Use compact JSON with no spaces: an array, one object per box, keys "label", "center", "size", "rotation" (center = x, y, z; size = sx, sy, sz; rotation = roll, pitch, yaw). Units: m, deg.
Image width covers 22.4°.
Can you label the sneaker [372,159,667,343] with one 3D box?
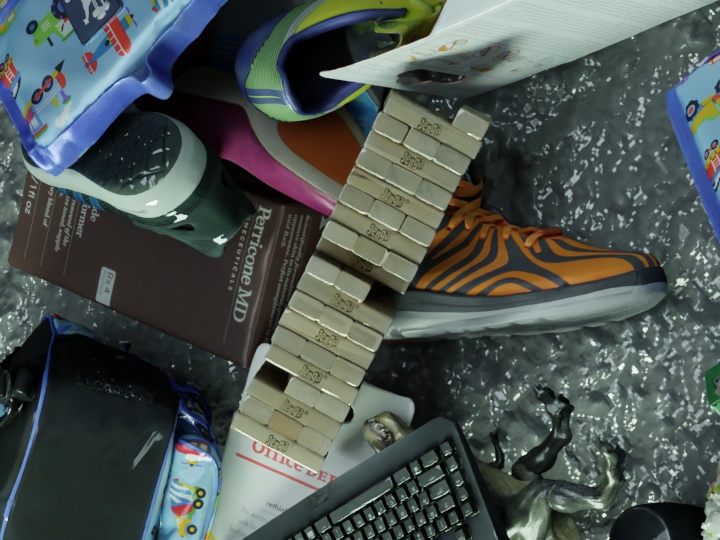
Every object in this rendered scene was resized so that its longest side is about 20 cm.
[{"label":"sneaker","center":[0.067,-0.022,0.978],"size":[0.199,0.077,0.113],"rotation":[-5,83,32]}]

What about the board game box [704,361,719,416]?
[{"label":"board game box","center":[0.265,0.077,0.795],"size":[0.134,0.200,0.029],"rotation":[-38,22,22]}]

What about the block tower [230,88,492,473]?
[{"label":"block tower","center":[0.000,0.000,0.942],"size":[0.058,0.054,0.201],"rotation":[27,100,0]}]

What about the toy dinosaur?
[{"label":"toy dinosaur","center":[0.091,0.113,0.909],"size":[0.200,0.047,0.088],"rotation":[37,100,35]}]

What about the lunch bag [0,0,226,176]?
[{"label":"lunch bag","center":[-0.138,-0.150,0.994],"size":[0.150,0.094,0.200],"rotation":[-43,45,13]}]

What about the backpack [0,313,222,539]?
[{"label":"backpack","center":[-0.165,0.123,1.067],"size":[0.200,0.134,0.184],"rotation":[-132,58,-74]}]

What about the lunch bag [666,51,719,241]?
[{"label":"lunch bag","center":[0.233,-0.070,0.858],"size":[0.150,0.094,0.201],"rotation":[-36,47,22]}]

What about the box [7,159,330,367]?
[{"label":"box","center":[-0.112,-0.020,1.091],"size":[0.199,0.075,0.101],"rotation":[20,101,31]}]

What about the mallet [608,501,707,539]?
[{"label":"mallet","center":[0.106,0.167,0.965],"size":[0.200,0.066,0.041],"rotation":[-31,64,42]}]

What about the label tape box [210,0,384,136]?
[{"label":"label tape box","center":[-0.051,-0.165,1.075],"size":[0.144,0.063,0.201],"rotation":[9,90,33]}]

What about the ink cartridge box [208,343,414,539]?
[{"label":"ink cartridge box","center":[-0.026,0.152,1.025],"size":[0.117,0.067,0.201],"rotation":[20,96,31]}]

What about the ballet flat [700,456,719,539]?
[{"label":"ballet flat","center":[0.250,0.083,0.863],"size":[0.199,0.076,0.064],"rotation":[-24,39,23]}]

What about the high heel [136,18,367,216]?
[{"label":"high heel","center":[-0.062,-0.068,1.039],"size":[0.200,0.067,0.096],"rotation":[45,139,28]}]

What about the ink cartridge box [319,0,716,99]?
[{"label":"ink cartridge box","center":[0.096,-0.144,0.924],"size":[0.199,0.162,0.050],"rotation":[-17,82,30]}]

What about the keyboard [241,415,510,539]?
[{"label":"keyboard","center":[0.000,0.172,0.940],"size":[0.200,0.021,0.128],"rotation":[-36,69,34]}]

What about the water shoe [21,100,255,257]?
[{"label":"water shoe","center":[-0.128,-0.053,1.014],"size":[0.072,0.079,0.200],"rotation":[-49,32,-5]}]

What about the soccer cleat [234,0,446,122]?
[{"label":"soccer cleat","center":[0.026,-0.138,0.975],"size":[0.200,0.065,0.084],"rotation":[-32,25,-13]}]
